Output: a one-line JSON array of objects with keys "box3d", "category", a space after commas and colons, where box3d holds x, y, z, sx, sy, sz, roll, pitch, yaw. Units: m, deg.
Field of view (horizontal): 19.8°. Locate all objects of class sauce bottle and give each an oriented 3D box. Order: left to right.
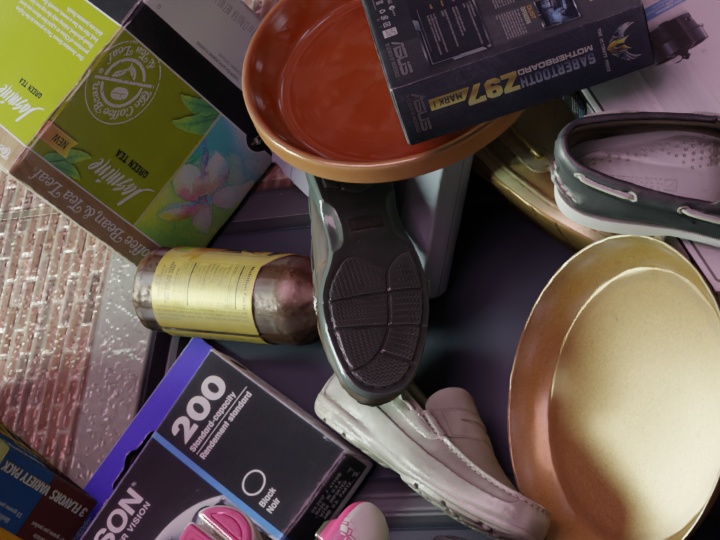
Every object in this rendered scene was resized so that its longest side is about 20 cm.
[{"box3d": [-0.062, 0.020, 1.416, 0.199, 0.065, 0.065, 5, 68, 32], "category": "sauce bottle"}]

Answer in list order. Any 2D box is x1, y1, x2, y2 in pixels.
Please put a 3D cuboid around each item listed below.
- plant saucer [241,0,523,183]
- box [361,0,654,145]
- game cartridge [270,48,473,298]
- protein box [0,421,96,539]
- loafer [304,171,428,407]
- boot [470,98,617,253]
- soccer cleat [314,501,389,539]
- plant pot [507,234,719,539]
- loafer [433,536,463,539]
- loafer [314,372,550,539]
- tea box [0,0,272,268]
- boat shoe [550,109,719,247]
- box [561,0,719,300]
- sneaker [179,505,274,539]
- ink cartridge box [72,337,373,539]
[{"box3d": [0.023, -0.132, 1.318, 0.199, 0.032, 0.201, -8, 50, 10], "category": "plant saucer"}, {"box3d": [0.078, -0.176, 1.272, 0.157, 0.051, 0.201, -19, 43, 3], "category": "box"}, {"box3d": [0.005, -0.088, 1.397, 0.040, 0.134, 0.200, -18, 44, -30], "category": "game cartridge"}, {"box3d": [-0.328, 0.176, 1.433, 0.200, 0.135, 0.199, 29, 83, 48], "category": "protein box"}, {"box3d": [0.000, 0.000, 1.332, 0.071, 0.063, 0.201, -2, 63, -12], "category": "loafer"}, {"box3d": [0.149, -0.101, 1.344, 0.156, 0.073, 0.200, -49, 48, -1], "category": "boot"}, {"box3d": [-0.011, 0.240, 1.220, 0.086, 0.070, 0.201, 19, 81, 28], "category": "soccer cleat"}, {"box3d": [0.158, 0.080, 1.222, 0.199, 0.027, 0.202, -15, 72, 54], "category": "plant pot"}, {"box3d": [0.115, 0.210, 1.193, 0.199, 0.072, 0.063, 17, 81, 35], "category": "loafer"}, {"box3d": [0.050, 0.106, 1.293, 0.200, 0.070, 0.070, 33, 85, 41], "category": "loafer"}, {"box3d": [-0.164, -0.128, 1.467, 0.197, 0.200, 0.133, -52, 51, 0], "category": "tea box"}, {"box3d": [0.207, -0.052, 1.174, 0.198, 0.060, 0.076, -1, 63, 7], "category": "boat shoe"}, {"box3d": [0.212, -0.080, 1.253, 0.116, 0.060, 0.201, -27, 66, -4], "category": "box"}, {"box3d": [-0.085, 0.249, 1.264, 0.073, 0.087, 0.202, 7, 79, 35], "category": "sneaker"}, {"box3d": [-0.119, 0.158, 1.390, 0.200, 0.043, 0.199, 32, 85, 40], "category": "ink cartridge box"}]
